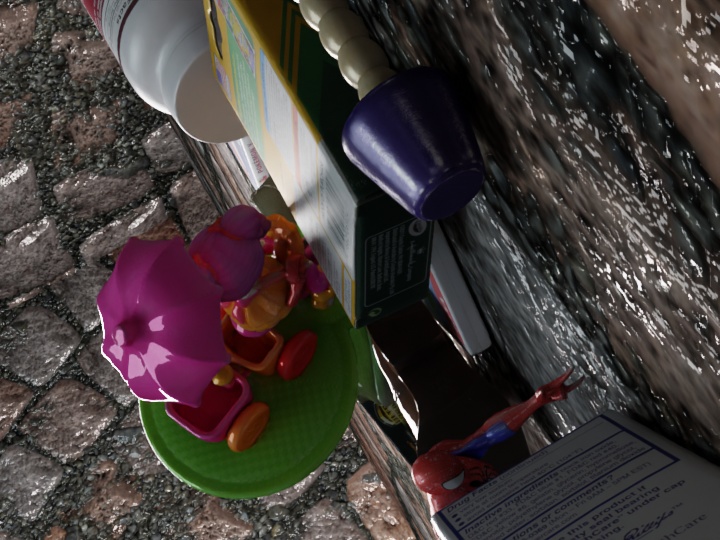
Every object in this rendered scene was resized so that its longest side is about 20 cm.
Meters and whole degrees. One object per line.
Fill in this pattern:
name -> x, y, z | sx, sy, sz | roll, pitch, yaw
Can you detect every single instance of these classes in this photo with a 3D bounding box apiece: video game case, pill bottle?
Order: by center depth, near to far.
video game case -> 0.016, -0.041, 0.818 | 0.144, 0.017, 0.200 | 64, 172, -25
pill bottle -> -0.126, -0.181, 0.873 | 0.201, 0.112, 0.113 | 56, 172, 37
video game case -> -0.169, -0.202, 1.510 | 0.201, 0.023, 0.182 | 58, 173, 20

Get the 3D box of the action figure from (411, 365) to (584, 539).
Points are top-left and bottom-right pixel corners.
action figure -> 0.101, 0.116, 0.626 | 0.200, 0.099, 0.066 | 33, -145, -47

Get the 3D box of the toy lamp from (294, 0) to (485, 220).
toy lamp -> -0.009, -0.108, 0.559 | 0.201, 0.058, 0.058 | 60, 174, 26

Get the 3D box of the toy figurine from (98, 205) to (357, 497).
toy figurine -> -0.076, 0.024, 0.752 | 0.150, 0.201, 0.184 | 33, 170, 20

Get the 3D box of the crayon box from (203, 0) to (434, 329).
crayon box -> -0.025, -0.085, 0.690 | 0.201, 0.051, 0.126 | 60, 165, 27

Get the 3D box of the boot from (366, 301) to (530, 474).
boot -> 0.074, 0.121, 0.825 | 0.200, 0.064, 0.187 | 64, -178, -60

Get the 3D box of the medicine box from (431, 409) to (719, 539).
medicine box -> 0.131, 0.173, 0.486 | 0.183, 0.102, 0.200 | 62, 174, -11

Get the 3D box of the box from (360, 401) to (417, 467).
box -> 0.034, 0.134, 1.214 | 0.159, 0.046, 0.200 | 53, 177, -22

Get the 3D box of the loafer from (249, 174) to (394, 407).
loafer -> -0.026, 0.011, 0.901 | 0.075, 0.069, 0.201 | 50, -163, -66
